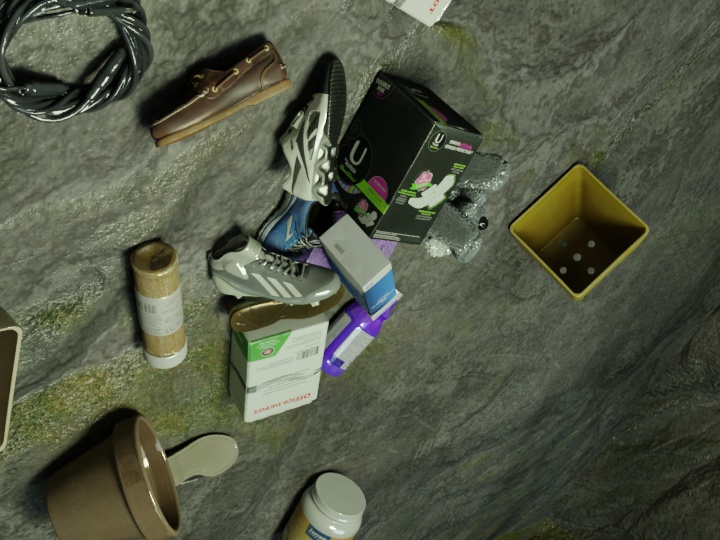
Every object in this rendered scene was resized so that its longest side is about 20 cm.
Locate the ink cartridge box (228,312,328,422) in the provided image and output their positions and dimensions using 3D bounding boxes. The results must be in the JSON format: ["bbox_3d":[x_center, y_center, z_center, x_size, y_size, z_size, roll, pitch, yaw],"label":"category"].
[{"bbox_3d":[-0.142,0.147,1.573,0.144,0.083,0.202,-14,137,-26],"label":"ink cartridge box"}]

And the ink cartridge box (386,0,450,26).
[{"bbox_3d":[0.053,-0.420,1.178,0.199,0.084,0.147,13,118,-52],"label":"ink cartridge box"}]

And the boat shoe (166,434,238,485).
[{"bbox_3d":[-0.309,0.343,1.663,0.198,0.074,0.062,-15,-179,-44],"label":"boat shoe"}]

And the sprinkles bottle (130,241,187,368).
[{"bbox_3d":[-0.289,0.053,1.342,0.067,0.068,0.202,-24,141,-27],"label":"sprinkles bottle"}]

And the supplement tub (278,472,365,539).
[{"bbox_3d":[-0.083,0.559,2.037,0.143,0.145,0.202,-2,128,-45],"label":"supplement tub"}]

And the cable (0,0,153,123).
[{"bbox_3d":[-0.324,-0.238,1.019,0.198,0.051,0.165,-26,147,-30],"label":"cable"}]

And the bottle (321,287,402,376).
[{"bbox_3d":[-0.005,0.101,1.696,0.200,0.065,0.083,-48,147,6],"label":"bottle"}]

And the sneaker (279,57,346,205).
[{"bbox_3d":[-0.072,-0.199,1.301,0.074,0.087,0.204,-20,122,-71],"label":"sneaker"}]

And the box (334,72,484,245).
[{"bbox_3d":[0.060,-0.166,1.402,0.123,0.149,0.202,6,124,-47],"label":"box"}]

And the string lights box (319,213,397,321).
[{"bbox_3d":[0.000,0.000,1.429,0.059,0.103,0.200,-40,164,-7],"label":"string lights box"}]

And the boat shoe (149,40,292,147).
[{"bbox_3d":[-0.182,-0.223,1.169,0.198,0.070,0.071,-32,107,-23],"label":"boat shoe"}]

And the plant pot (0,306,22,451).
[{"bbox_3d":[-0.519,0.099,1.048,0.198,0.177,0.202,-11,135,-40],"label":"plant pot"}]

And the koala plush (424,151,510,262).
[{"bbox_3d":[0.152,-0.112,1.572,0.180,0.181,0.200,-66,163,-4],"label":"koala plush"}]

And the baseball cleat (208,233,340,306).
[{"bbox_3d":[-0.130,-0.001,1.377,0.196,0.071,0.108,-1,135,6],"label":"baseball cleat"}]

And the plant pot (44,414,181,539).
[{"bbox_3d":[-0.396,0.351,1.468,0.172,0.202,0.202,-19,143,-5],"label":"plant pot"}]

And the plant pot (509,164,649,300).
[{"bbox_3d":[0.445,-0.054,1.908,0.199,0.200,0.177,-41,158,-3],"label":"plant pot"}]

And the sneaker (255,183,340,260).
[{"bbox_3d":[-0.093,-0.058,1.411,0.078,0.089,0.202,-1,130,-45],"label":"sneaker"}]

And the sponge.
[{"bbox_3d":[-0.015,-0.045,1.533,0.198,0.030,0.113,-2,127,-47],"label":"sponge"}]

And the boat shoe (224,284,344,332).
[{"bbox_3d":[-0.121,0.040,1.487,0.197,0.065,0.074,-11,139,-25],"label":"boat shoe"}]
